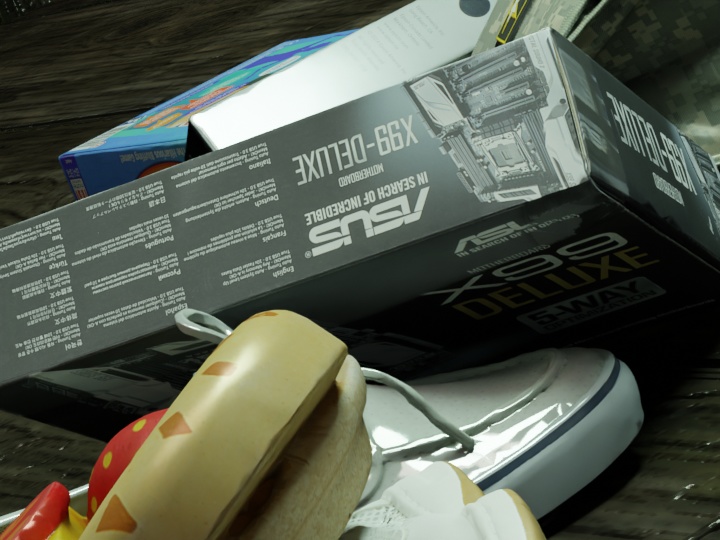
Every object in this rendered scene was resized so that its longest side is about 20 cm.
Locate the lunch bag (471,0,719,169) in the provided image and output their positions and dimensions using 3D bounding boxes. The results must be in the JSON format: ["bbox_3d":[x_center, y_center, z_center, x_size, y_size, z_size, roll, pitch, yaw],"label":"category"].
[{"bbox_3d":[0.125,-0.097,1.118,0.199,0.118,0.164,-29,10,-2],"label":"lunch bag"}]

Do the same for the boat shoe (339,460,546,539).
[{"bbox_3d":[0.013,0.088,0.639,0.069,0.071,0.200,-24,3,-6],"label":"boat shoe"}]

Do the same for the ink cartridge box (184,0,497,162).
[{"bbox_3d":[0.016,-0.063,1.234,0.199,0.039,0.100,-27,-28,-24],"label":"ink cartridge box"}]

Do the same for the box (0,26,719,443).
[{"bbox_3d":[0.000,0.000,0.906,0.199,0.050,0.158,-19,-18,18],"label":"box"}]

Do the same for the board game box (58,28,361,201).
[{"bbox_3d":[-0.037,-0.073,1.477,0.152,0.045,0.200,-29,13,-28],"label":"board game box"}]

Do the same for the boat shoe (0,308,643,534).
[{"bbox_3d":[-0.025,0.049,0.823,0.201,0.087,0.075,-24,12,-2],"label":"boat shoe"}]

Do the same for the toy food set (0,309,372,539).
[{"bbox_3d":[-0.071,0.090,0.667,0.198,0.049,0.200,-49,6,-3],"label":"toy food set"}]
